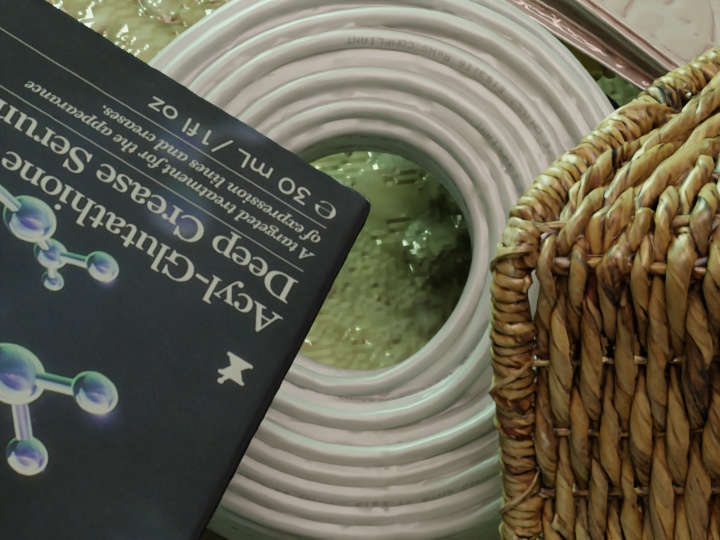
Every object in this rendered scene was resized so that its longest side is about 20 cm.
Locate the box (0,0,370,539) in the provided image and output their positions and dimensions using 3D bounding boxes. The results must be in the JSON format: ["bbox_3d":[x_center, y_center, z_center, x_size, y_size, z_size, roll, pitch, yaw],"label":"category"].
[{"bbox_3d":[-0.111,0.034,0.855,0.148,0.107,0.200,31,51,-5],"label":"box"}]

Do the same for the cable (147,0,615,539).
[{"bbox_3d":[0.000,0.000,0.998,0.199,0.069,0.201,-20,84,-2],"label":"cable"}]

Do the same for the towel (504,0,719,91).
[{"bbox_3d":[0.130,-0.122,1.125,0.191,0.032,0.200,36,40,-1],"label":"towel"}]

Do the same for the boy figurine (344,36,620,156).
[{"bbox_3d":[0.038,-0.077,1.098,0.124,0.064,0.200,-22,66,-25],"label":"boy figurine"}]

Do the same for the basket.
[{"bbox_3d":[0.119,0.031,0.951,0.148,0.201,0.143,-1,34,8],"label":"basket"}]
